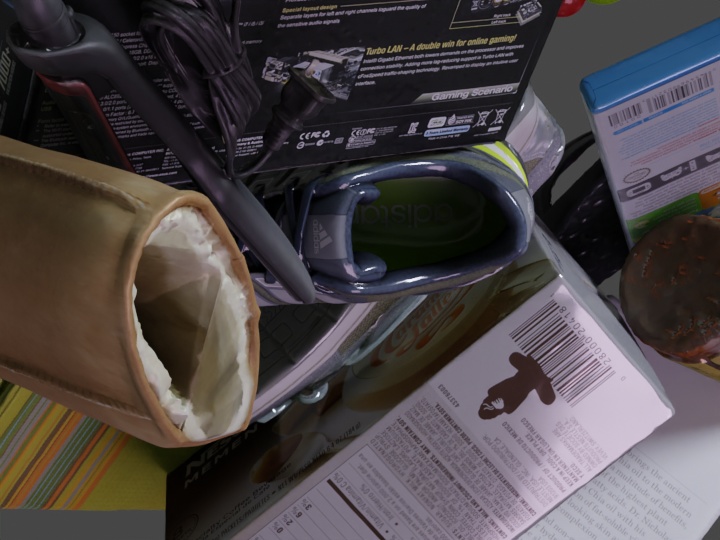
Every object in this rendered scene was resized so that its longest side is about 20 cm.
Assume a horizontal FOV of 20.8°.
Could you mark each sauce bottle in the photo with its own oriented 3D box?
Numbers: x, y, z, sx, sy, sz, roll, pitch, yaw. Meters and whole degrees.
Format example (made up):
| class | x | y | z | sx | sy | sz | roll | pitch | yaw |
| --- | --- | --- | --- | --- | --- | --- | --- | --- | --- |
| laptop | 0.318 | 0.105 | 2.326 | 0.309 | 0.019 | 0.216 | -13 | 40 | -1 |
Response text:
| class | x | y | z | sx | sy | sz | roll | pitch | yaw |
| --- | --- | --- | --- | --- | --- | --- | --- | --- | --- |
| sauce bottle | 0.188 | 0.028 | 0.878 | 0.066 | 0.066 | 0.200 | -47 | 145 | 14 |

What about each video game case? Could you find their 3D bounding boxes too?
| class | x | y | z | sx | sy | sz | roll | pitch | yaw |
| --- | --- | --- | --- | --- | --- | --- | --- | --- | --- |
| video game case | 0.174 | -0.052 | 0.821 | 0.143 | 0.018 | 0.200 | -24 | 150 | 4 |

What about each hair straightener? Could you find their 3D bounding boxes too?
| class | x | y | z | sx | sy | sz | roll | pitch | yaw |
| --- | --- | --- | --- | --- | --- | --- | --- | --- | --- |
| hair straightener | -0.050 | -0.050 | 0.584 | 0.077 | 0.041 | 0.200 | -33 | 141 | -6 |

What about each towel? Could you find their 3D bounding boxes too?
| class | x | y | z | sx | sy | sz | roll | pitch | yaw |
| --- | --- | --- | --- | --- | --- | --- | --- | --- | --- |
| towel | -0.088 | 0.073 | 0.855 | 0.200 | 0.018 | 0.086 | 8 | 130 | -46 |

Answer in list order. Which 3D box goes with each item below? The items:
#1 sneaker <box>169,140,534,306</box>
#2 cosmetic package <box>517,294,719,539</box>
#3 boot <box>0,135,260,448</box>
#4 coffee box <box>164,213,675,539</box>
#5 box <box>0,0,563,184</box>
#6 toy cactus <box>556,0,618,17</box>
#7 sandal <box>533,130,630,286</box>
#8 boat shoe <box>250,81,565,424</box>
| class | x | y | z | sx | sy | sz | roll | pitch | yaw |
| --- | --- | --- | --- | --- | --- | --- | --- | --- | --- |
| sneaker | -0.030 | -0.019 | 0.701 | 0.199 | 0.081 | 0.074 | -8 | 97 | -8 |
| cosmetic package | 0.086 | 0.121 | 0.878 | 0.200 | 0.101 | 0.071 | -48 | 171 | -20 |
| boot | -0.120 | 0.014 | 0.595 | 0.066 | 0.200 | 0.175 | -59 | 152 | -24 |
| coffee box | 0.018 | 0.072 | 0.806 | 0.200 | 0.114 | 0.080 | -39 | 106 | 9 |
| box | -0.027 | -0.118 | 0.625 | 0.200 | 0.086 | 0.164 | -10 | 137 | -33 |
| toy cactus | 0.150 | -0.177 | 0.728 | 0.165 | 0.102 | 0.200 | -15 | 141 | -57 |
| sandal | 0.092 | -0.023 | 0.880 | 0.200 | 0.048 | 0.075 | -40 | 148 | 27 |
| boat shoe | 0.000 | -0.001 | 0.796 | 0.202 | 0.074 | 0.065 | -46 | 140 | 1 |
